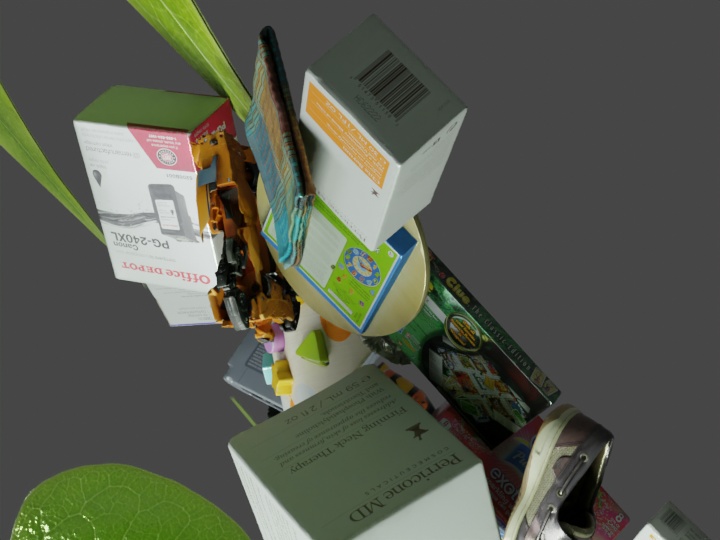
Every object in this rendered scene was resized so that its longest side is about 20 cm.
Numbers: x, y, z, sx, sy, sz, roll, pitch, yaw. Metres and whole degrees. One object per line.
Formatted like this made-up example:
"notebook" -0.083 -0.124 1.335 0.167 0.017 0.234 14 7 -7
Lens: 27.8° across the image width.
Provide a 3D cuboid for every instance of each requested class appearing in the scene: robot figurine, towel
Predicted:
"robot figurine" -0.109 -0.028 1.398 0.145 0.058 0.201 8 -106 -63
"towel" -0.068 -0.095 1.192 0.200 0.022 0.147 111 145 -74

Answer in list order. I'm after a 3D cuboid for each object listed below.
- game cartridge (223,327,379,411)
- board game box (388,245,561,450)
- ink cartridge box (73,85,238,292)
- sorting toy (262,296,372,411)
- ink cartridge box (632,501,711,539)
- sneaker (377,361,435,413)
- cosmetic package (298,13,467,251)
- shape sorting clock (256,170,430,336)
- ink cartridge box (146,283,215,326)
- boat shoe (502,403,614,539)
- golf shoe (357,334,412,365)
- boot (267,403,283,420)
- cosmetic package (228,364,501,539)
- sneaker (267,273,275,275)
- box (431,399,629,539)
"game cartridge" -0.065 0.101 1.675 0.040 0.134 0.200 39 169 -39
"board game box" 0.083 0.064 1.318 0.200 0.023 0.105 48 141 3
"ink cartridge box" -0.198 -0.081 1.515 0.145 0.083 0.201 8 127 25
"sorting toy" -0.049 0.114 1.513 0.200 0.106 0.181 146 123 -64
"ink cartridge box" 0.287 0.276 1.324 0.095 0.037 0.200 43 161 16
"sneaker" 0.054 0.182 1.676 0.090 0.070 0.200 31 162 24
"cosmetic package" 0.009 -0.099 1.111 0.101 0.071 0.200 46 165 9
"shape sorting clock" -0.016 -0.033 1.301 0.200 0.039 0.200 29 136 32
"ink cartridge box" -0.173 -0.021 1.657 0.198 0.043 0.200 -3 132 26
"boat shoe" 0.175 0.219 1.282 0.065 0.072 0.201 25 110 39
"golf shoe" 0.000 0.000 1.417 0.200 0.078 0.097 55 -179 -3
"boot" -0.038 0.185 1.763 0.198 0.073 0.163 -71 -36 -56
"cosmetic package" 0.009 0.225 1.337 0.200 0.167 0.167 38 150 51
"sneaker" -0.065 -0.004 1.548 0.077 0.078 0.200 31 161 20
"box" 0.150 0.201 1.402 0.200 0.095 0.100 48 163 3
